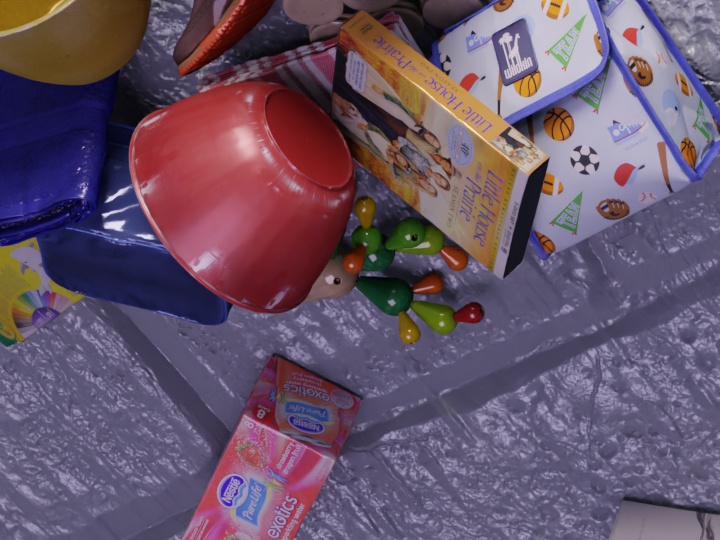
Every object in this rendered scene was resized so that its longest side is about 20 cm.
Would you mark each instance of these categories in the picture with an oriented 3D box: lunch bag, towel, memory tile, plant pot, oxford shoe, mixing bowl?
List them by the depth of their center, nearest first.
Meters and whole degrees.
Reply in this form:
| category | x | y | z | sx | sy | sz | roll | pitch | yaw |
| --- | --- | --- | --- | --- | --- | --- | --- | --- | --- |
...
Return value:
| category | x | y | z | sx | sy | sz | roll | pitch | yaw |
| --- | --- | --- | --- | --- | --- | --- | --- | --- | --- |
| memory tile | -0.003 | -0.238 | 1.637 | 0.152 | 0.017 | 0.200 | -12 | 149 | 21 |
| lunch bag | 0.167 | -0.135 | 1.651 | 0.170 | 0.124 | 0.201 | -27 | 100 | 35 |
| mixing bowl | -0.076 | -0.077 | 1.674 | 0.200 | 0.200 | 0.108 | 44 | 123 | -15 |
| plant pot | -0.249 | -0.232 | 1.697 | 0.199 | 0.201 | 0.142 | -3 | 149 | 22 |
| oxford shoe | -0.107 | -0.244 | 1.707 | 0.073 | 0.071 | 0.200 | 44 | 123 | 7 |
| towel | -0.019 | -0.141 | 1.751 | 0.199 | 0.030 | 0.146 | -14 | 139 | 28 |
| towel | -0.269 | -0.119 | 1.775 | 0.147 | 0.201 | 0.050 | -12 | 146 | 27 |
| lunch bag | -0.173 | -0.048 | 1.822 | 0.199 | 0.133 | 0.136 | 14 | 154 | 3 |

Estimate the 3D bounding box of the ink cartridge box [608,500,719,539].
| category | x | y | z | sx | sy | sz | roll | pitch | yaw |
| --- | --- | --- | --- | --- | --- | --- | --- | --- | --- |
| ink cartridge box | 0.330 | 0.305 | 1.946 | 0.199 | 0.083 | 0.147 | 8 | 128 | 13 |

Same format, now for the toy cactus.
| category | x | y | z | sx | sy | sz | roll | pitch | yaw |
| --- | --- | --- | --- | --- | --- | --- | --- | --- | --- |
| toy cactus | 0.000 | 0.000 | 1.836 | 0.200 | 0.103 | 0.165 | 36 | 143 | -27 |

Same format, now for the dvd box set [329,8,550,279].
| category | x | y | z | sx | sy | sz | roll | pitch | yaw |
| --- | --- | --- | --- | --- | --- | --- | --- | --- | --- |
| dvd box set | 0.057 | -0.098 | 1.646 | 0.200 | 0.029 | 0.147 | 41 | 152 | 19 |

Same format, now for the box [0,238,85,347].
| category | x | y | z | sx | sy | sz | roll | pitch | yaw |
| --- | --- | --- | --- | --- | --- | --- | --- | --- | --- |
| box | -0.311 | -0.012 | 1.960 | 0.200 | 0.048 | 0.117 | -33 | 110 | 33 |

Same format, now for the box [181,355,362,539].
| category | x | y | z | sx | sy | sz | roll | pitch | yaw |
| --- | --- | --- | --- | --- | --- | --- | --- | --- | --- |
| box | -0.087 | 0.193 | 2.003 | 0.102 | 0.095 | 0.200 | 27 | 130 | -1 |
